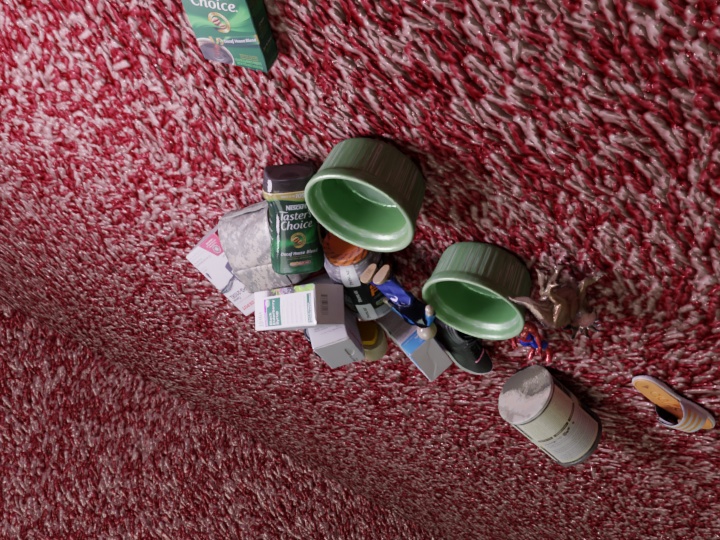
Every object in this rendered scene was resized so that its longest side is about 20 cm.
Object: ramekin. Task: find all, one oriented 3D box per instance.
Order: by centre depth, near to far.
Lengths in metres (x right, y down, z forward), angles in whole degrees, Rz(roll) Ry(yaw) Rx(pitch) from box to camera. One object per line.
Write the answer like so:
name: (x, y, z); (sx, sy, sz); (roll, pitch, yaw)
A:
ramekin: (0.014, -0.131, 1.282); (0.198, 0.098, 0.201); (20, 153, 11)
ramekin: (0.223, 0.035, 1.412); (0.198, 0.098, 0.201); (20, 152, 11)

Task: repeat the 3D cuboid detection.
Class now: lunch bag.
lunch bag: (-0.188, -0.062, 1.550); (0.199, 0.140, 0.169); (-9, 125, 44)

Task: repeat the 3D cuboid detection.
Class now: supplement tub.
supplement tub: (0.000, 0.000, 1.514); (0.121, 0.124, 0.201); (10, 150, 27)

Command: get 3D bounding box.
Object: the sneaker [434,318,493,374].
sneaker: (0.240, 0.165, 1.653); (0.200, 0.071, 0.099); (41, 154, -20)

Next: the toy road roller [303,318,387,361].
toy road roller: (-0.033, 0.121, 1.743); (0.197, 0.148, 0.123); (5, 156, 11)

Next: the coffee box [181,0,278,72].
coffee box: (-0.200, -0.385, 1.093); (0.122, 0.044, 0.201); (17, 152, 17)

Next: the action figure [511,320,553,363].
action figure: (0.338, 0.141, 1.517); (0.065, 0.052, 0.200); (12, 160, 34)

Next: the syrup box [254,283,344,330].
syrup box: (-0.125, 0.075, 1.498); (0.081, 0.080, 0.199); (3, 172, -44)

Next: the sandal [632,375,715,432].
sandal: (0.634, 0.289, 1.549); (0.205, 0.060, 0.079); (32, 153, -12)

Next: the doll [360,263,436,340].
doll: (0.083, 0.064, 1.450); (0.200, 0.049, 0.136); (45, 158, -30)

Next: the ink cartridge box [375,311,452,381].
ink cartridge box: (0.107, 0.143, 1.682); (0.116, 0.067, 0.200); (51, 176, -40)

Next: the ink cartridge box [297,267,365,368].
ink cartridge box: (-0.065, 0.090, 1.613); (0.083, 0.202, 0.145); (-20, 152, 7)

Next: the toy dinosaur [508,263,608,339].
toy dinosaur: (0.351, 0.067, 1.306); (0.086, 0.198, 0.137); (29, 125, 54)

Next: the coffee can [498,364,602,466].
coffee can: (0.428, 0.327, 1.698); (0.200, 0.147, 0.146); (40, 150, -26)

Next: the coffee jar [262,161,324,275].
coffee jar: (-0.124, -0.098, 1.391); (0.103, 0.086, 0.203); (-7, 114, -5)

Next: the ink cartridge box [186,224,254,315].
ink cartridge box: (-0.273, -0.011, 1.708); (0.200, 0.085, 0.144); (46, 137, -14)
